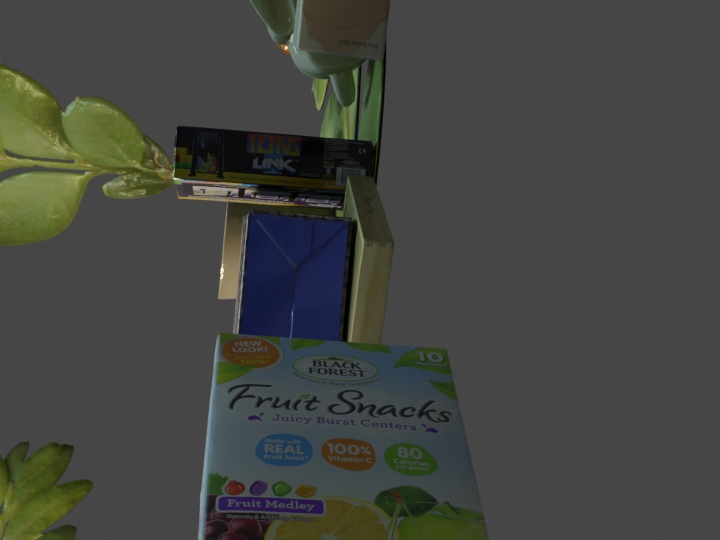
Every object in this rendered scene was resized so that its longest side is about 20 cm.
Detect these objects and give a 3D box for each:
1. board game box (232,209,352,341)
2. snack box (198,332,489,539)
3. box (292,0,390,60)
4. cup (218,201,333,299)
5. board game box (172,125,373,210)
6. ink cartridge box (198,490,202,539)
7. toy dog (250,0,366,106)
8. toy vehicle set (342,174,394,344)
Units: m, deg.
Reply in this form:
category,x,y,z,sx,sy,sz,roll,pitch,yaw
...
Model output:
category,x,y,z,sx,sy,sz,roll,pitch,yaw
board game box,-0.071,0.027,1.109,0.200,0.095,0.162,-176,91,-83
snack box,-0.013,0.111,0.606,0.201,0.140,0.054,-96,14,-61
box,-0.012,-0.316,1.135,0.078,0.093,0.203,-115,30,-75
cup,-0.111,-0.057,1.533,0.200,0.141,0.204,-175,90,-83
board game box,-0.094,-0.104,1.201,0.165,0.197,0.058,165,108,-82
ink cartridge box,-0.082,0.280,1.055,0.199,0.056,0.165,-18,67,54
toy dog,-0.041,-0.292,1.295,0.195,0.138,0.200,60,-179,-16
toy vehicle set,0.000,0.000,1.051,0.200,0.026,0.126,-102,19,-69
